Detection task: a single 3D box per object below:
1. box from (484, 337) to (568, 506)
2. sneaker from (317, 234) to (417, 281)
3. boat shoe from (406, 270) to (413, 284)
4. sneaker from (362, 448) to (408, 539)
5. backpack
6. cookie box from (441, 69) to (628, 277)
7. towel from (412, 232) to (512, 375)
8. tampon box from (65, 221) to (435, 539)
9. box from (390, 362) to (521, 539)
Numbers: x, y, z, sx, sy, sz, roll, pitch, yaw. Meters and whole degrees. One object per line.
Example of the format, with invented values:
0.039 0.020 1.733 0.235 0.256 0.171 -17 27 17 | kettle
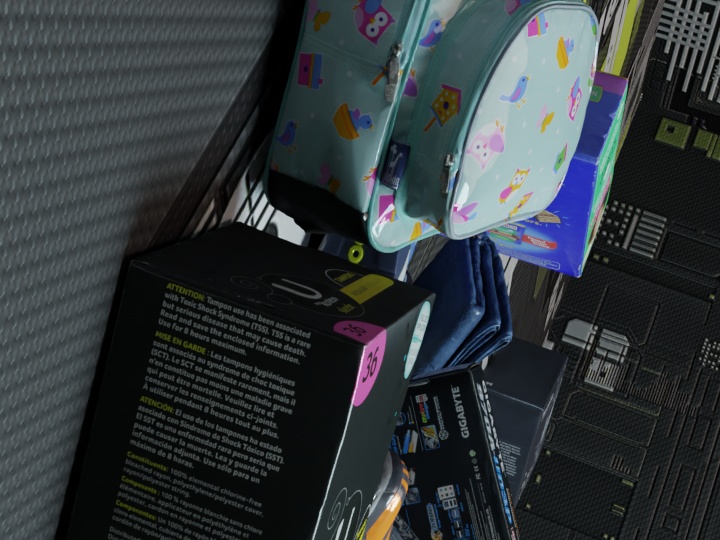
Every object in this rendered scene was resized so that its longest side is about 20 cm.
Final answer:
0.240 0.244 2.312 0.197 0.116 0.202 -49 154 -60 | box
0.000 0.000 0.986 0.082 0.073 0.202 48 64 -81 | sneaker
-0.006 0.091 1.094 0.073 0.074 0.202 79 34 -67 | boat shoe
0.005 0.193 0.910 0.201 0.111 0.078 -56 -162 37 | sneaker
0.045 -0.120 0.806 0.175 0.152 0.203 -16 117 -54 | backpack
0.104 -0.087 1.083 0.200 0.169 0.076 79 30 -67 | cookie box
0.049 0.064 1.141 0.200 0.048 0.112 -52 -153 37 | towel
-0.058 0.096 0.742 0.150 0.125 0.202 -32 140 -72 | tampon box
0.028 0.179 0.985 0.046 0.157 0.202 -5 81 -75 | box
